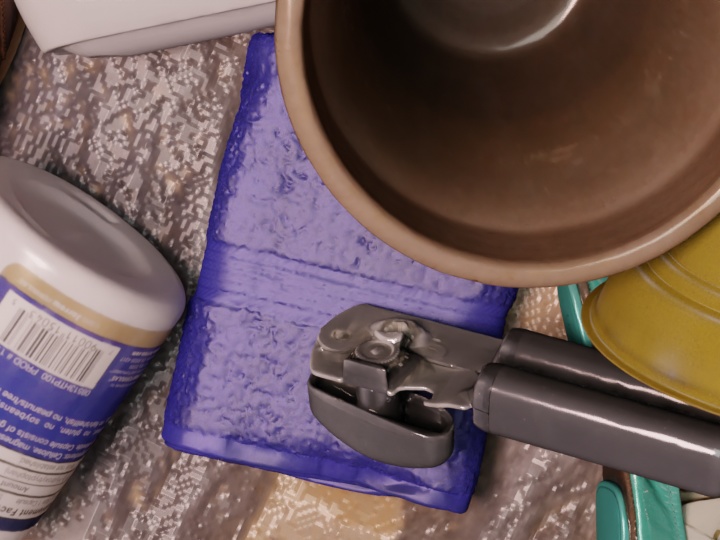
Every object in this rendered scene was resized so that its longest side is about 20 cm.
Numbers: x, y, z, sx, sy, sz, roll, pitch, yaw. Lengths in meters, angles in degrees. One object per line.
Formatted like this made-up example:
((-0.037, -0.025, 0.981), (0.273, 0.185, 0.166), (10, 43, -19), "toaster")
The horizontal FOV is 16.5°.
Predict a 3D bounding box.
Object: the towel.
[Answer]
((0.000, 0.000, 1.130), (0.147, 0.050, 0.200), (13, 95, 5), "towel")

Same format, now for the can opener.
((0.070, 0.063, 1.062), (0.200, 0.053, 0.067), (15, 129, 21), "can opener")

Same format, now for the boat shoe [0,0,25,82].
((-0.213, -0.059, 1.161), (0.070, 0.070, 0.200), (16, 97, 11), "boat shoe")

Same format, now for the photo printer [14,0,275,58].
((-0.076, -0.188, 1.122), (0.200, 0.069, 0.167), (-10, 91, 13), "photo printer")

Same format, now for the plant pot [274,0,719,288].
((0.060, -0.112, 0.993), (0.200, 0.175, 0.200), (-2, 108, -5), "plant pot")

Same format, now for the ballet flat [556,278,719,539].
((0.133, 0.086, 1.094), (0.070, 0.067, 0.200), (-7, 93, -3), "ballet flat")

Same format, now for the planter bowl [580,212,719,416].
((0.192, -0.006, 0.989), (0.200, 0.200, 0.084), (10, 110, 12), "planter bowl")

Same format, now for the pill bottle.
((-0.181, 0.059, 1.132), (0.120, 0.120, 0.200), (38, 103, 8), "pill bottle")
